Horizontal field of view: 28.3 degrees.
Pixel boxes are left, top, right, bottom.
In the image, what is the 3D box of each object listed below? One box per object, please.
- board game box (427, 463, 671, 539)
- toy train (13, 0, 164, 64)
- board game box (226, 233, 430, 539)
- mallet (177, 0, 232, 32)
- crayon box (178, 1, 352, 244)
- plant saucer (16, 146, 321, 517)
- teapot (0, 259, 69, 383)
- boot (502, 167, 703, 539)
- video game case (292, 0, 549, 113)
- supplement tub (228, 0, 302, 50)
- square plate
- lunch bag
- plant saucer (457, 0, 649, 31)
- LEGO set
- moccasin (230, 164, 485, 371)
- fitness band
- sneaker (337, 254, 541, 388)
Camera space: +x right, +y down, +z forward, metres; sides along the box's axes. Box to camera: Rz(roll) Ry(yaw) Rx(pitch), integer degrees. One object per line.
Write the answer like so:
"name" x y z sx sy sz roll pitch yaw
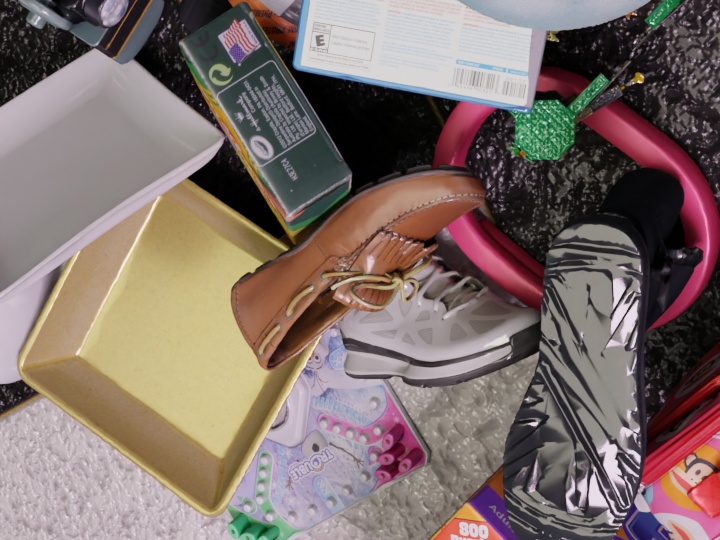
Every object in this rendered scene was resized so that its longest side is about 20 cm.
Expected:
"board game box" 0.121 0.241 0.927 0.200 0.200 0.200 45 122 10
"toy train" -0.236 -0.224 1.041 0.199 0.114 0.086 33 91 21
"board game box" -0.072 0.104 1.100 0.199 0.026 0.201 -34 87 32
"mallet" -0.144 -0.262 1.025 0.066 0.041 0.201 -40 80 34
"crayon box" -0.057 -0.087 0.937 0.051 0.200 0.128 -32 86 -2
"plant saucer" -0.128 0.043 1.047 0.199 0.048 0.201 33 102 15
"teapot" -0.301 -0.014 1.117 0.197 0.199 0.147 40 101 43
"boot" 0.147 0.049 0.832 0.076 0.168 0.203 10 105 21
"video game case" 0.046 -0.201 0.801 0.141 0.018 0.202 11 103 7
"supplement tub" -0.002 -0.241 0.896 0.123 0.122 0.200 46 121 10
"square plate" -0.215 -0.070 1.013 0.198 0.199 0.029 40 161 46
"lunch bag" 0.244 0.076 0.819 0.082 0.176 0.200 47 120 5
"plant saucer" 0.108 -0.228 0.755 0.198 0.039 0.204 0 104 -1
"LEGO set" 0.125 -0.174 0.868 0.153 0.116 0.201 34 107 -3
"moccasin" -0.001 0.000 0.912 0.200 0.073 0.078 -32 67 24
"fitness band" 0.139 -0.044 0.930 0.199 0.037 0.144 38 117 14
"sneaker" 0.040 0.011 0.952 0.200 0.075 0.117 -5 102 54
